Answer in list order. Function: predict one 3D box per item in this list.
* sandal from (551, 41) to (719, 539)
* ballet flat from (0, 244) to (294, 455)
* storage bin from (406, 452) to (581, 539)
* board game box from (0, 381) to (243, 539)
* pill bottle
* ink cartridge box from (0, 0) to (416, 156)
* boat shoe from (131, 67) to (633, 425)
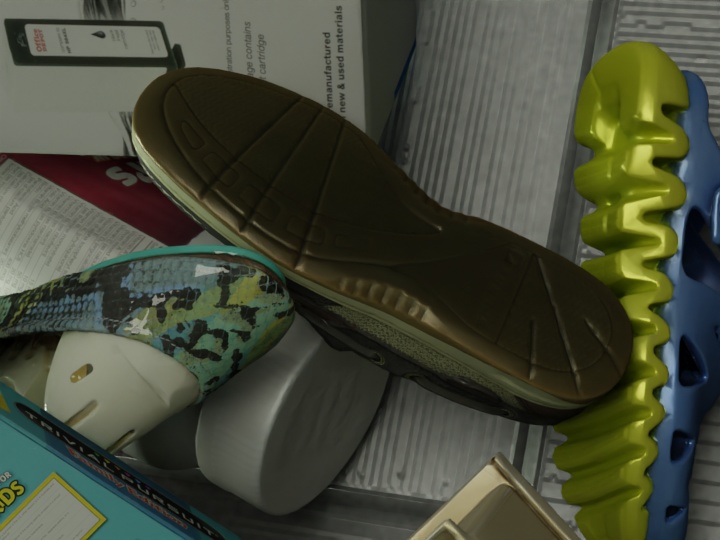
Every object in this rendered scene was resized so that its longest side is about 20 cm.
[{"bbox_3d":[0.126,0.016,0.771,0.087,0.079,0.201,8,88,-19],"label":"sandal"},{"bbox_3d":[-0.109,0.040,0.733,0.199,0.074,0.075,-12,69,38],"label":"ballet flat"},{"bbox_3d":[0.035,0.200,0.586,0.199,0.094,0.200,-45,85,10],"label":"storage bin"},{"bbox_3d":[-0.125,0.129,0.684,0.200,0.047,0.151,36,92,-17],"label":"board game box"},{"bbox_3d":[-0.092,0.014,0.828,0.199,0.110,0.110,28,85,24],"label":"pill bottle"},{"bbox_3d":[-0.084,-0.109,0.816,0.199,0.146,0.085,2,116,9],"label":"ink cartridge box"},{"bbox_3d":[0.001,0.000,0.736,0.200,0.066,0.072,29,54,2],"label":"boat shoe"}]
